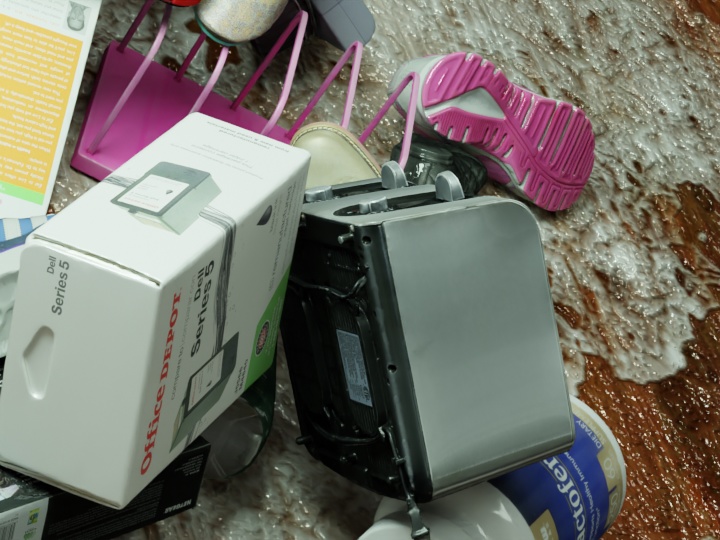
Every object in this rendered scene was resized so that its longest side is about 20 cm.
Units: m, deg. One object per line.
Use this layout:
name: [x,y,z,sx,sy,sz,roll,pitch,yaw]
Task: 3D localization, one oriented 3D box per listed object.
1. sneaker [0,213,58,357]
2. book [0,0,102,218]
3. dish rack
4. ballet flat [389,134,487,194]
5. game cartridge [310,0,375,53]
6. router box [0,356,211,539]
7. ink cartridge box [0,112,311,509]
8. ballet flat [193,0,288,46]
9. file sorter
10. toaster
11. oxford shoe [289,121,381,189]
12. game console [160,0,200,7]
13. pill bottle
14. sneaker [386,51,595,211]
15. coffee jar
sneaker: [-0.212,-0.011,1.557,0.146,0.081,0.200,22,31,40]
book: [-0.244,-0.128,1.636,0.133,0.048,0.201,19,76,-21]
dish rack: [-0.111,-0.247,1.894,0.200,0.054,0.153,54,-3,5]
ballet flat: [0.049,-0.065,1.870,0.066,0.057,0.200,21,6,10]
game cartridge: [-0.063,-0.252,1.928,0.200,0.040,0.133,53,1,-19]
router box: [-0.205,0.103,1.463,0.149,0.051,0.200,33,29,31]
ink cartridge box: [-0.112,0.019,1.437,0.084,0.146,0.200,20,29,15]
ballet flat: [-0.060,-0.224,1.760,0.068,0.067,0.200,34,36,-6]
file sorter: [-0.073,-0.109,1.787,0.199,0.126,0.139,27,37,-14]
toaster: [0.029,0.042,1.545,0.118,0.181,0.201,-15,101,-21]
oxford shoe: [0.000,0.000,1.700,0.074,0.071,0.201,-44,114,-75]
game console: [-0.180,-0.266,1.693,0.176,0.031,0.201,17,42,-31]
pill bottle: [0.077,0.160,1.624,0.116,0.116,0.200,43,37,8]
sneaker: [0.100,-0.114,1.975,0.200,0.082,0.088,34,-6,-38]
coffee jar: [-0.097,0.033,1.642,0.104,0.085,0.200,22,38,-10]
